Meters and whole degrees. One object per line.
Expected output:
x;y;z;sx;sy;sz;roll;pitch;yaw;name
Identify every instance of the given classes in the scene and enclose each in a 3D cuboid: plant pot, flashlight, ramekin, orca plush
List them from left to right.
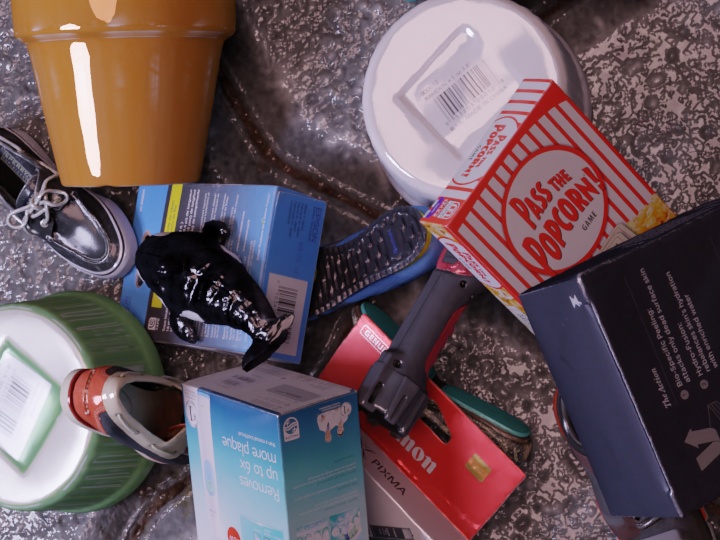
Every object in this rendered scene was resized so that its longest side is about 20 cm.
-0.278;0.119;1.515;0.198;0.097;0.203;0;89;26;ramekin
-0.207;-0.169;1.514;0.198;0.200;0.186;0;95;14;plant pot
-0.144;0.018;1.436;0.106;0.071;0.200;-58;46;20;orca plush
0.067;0.044;1.413;0.067;0.068;0.201;29;75;4;flashlight
0.096;-0.143;1.477;0.198;0.098;0.203;-2;83;14;ramekin

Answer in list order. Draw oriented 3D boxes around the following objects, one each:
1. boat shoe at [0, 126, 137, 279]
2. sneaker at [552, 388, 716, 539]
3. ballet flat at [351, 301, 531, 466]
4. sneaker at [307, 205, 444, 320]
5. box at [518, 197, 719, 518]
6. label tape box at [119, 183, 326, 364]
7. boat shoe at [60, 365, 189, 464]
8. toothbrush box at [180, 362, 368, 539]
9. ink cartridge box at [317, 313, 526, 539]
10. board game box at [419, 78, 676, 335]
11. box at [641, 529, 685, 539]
-0.289;-0.065;1.570;0.199;0.068;0.074;47;107;18;boat shoe
0.219;0.173;1.414;0.077;0.082;0.201;-38;76;7;sneaker
0.055;0.114;1.477;0.199;0.068;0.076;38;108;13;ballet flat
0.000;0.000;1.505;0.199;0.078;0.067;-23;72;30;sneaker
0.261;0.063;1.341;0.198;0.117;0.199;-24;91;-21;box
-0.126;-0.001;1.520;0.199;0.063;0.146;5;84;47;label tape box
-0.168;0.123;1.456;0.062;0.199;0.072;-5;71;33;boat shoe
-0.068;0.191;1.408;0.146;0.085;0.203;13;112;51;toothbrush box
0.016;0.168;1.450;0.200;0.045;0.177;44;122;15;ink cartridge box
0.164;-0.033;1.397;0.200;0.046;0.152;42;77;-25;board game box
0.196;0.336;1.321;0.198;0.199;0.173;-23;97;9;box
